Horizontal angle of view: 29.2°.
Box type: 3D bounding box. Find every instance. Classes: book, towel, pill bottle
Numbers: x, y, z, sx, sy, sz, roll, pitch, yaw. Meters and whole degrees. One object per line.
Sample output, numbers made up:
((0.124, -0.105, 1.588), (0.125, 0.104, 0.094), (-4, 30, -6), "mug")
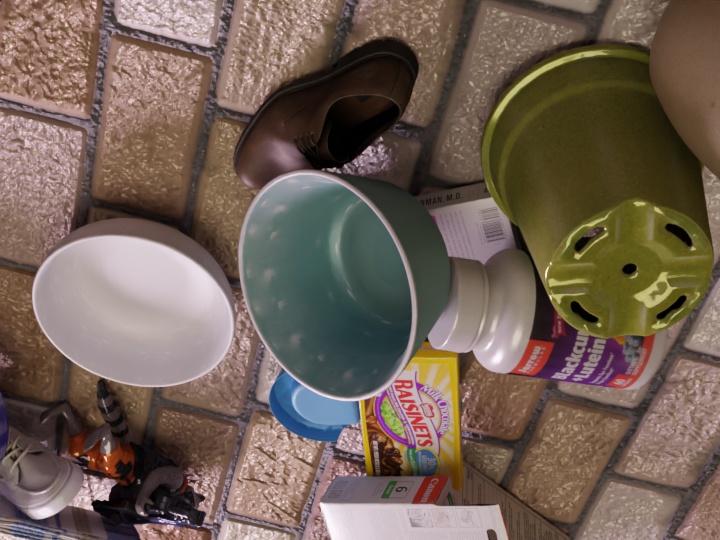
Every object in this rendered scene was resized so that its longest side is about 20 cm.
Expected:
((0.051, -0.008, 1.301), (0.198, 0.048, 0.134), (-10, 129, 14), "book")
((-0.342, 0.279, 1.528), (0.198, 0.147, 0.024), (15, 90, -16), "towel")
((0.165, 0.041, 1.242), (0.198, 0.112, 0.112), (8, 134, -16), "pill bottle")

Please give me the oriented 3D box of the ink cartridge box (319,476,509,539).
((0.066, 0.267, 1.412), (0.198, 0.050, 0.110), (-5, 116, 26), "ink cartridge box")

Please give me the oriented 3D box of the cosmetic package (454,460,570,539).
((0.138, 0.303, 1.529), (0.200, 0.104, 0.087), (39, 125, -23), "cosmetic package")

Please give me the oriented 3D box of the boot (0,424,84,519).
((-0.378, 0.204, 1.489), (0.199, 0.074, 0.096), (0, 137, 52), "boot")

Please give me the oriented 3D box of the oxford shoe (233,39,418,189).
((-0.040, -0.119, 1.187), (0.199, 0.085, 0.073), (-32, 123, 33), "oxford shoe")

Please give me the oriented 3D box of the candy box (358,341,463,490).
((0.051, 0.147, 1.385), (0.101, 0.027, 0.201), (-1, 132, 6), "candy box")

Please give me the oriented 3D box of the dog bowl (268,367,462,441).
((0.007, 0.120, 1.418), (0.198, 0.050, 0.112), (-1, 131, 10), "dog bowl")

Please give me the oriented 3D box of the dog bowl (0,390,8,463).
((-0.465, 0.150, 1.436), (0.198, 0.079, 0.202), (12, 116, 26), "dog bowl")

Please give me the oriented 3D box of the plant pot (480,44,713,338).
((0.204, -0.050, 1.127), (0.198, 0.185, 0.202), (-1, 128, -1), "plant pot")

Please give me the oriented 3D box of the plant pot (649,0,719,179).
((0.301, -0.159, 1.053), (0.134, 0.200, 0.201), (28, 142, 33), "plant pot")

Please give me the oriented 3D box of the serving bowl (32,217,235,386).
((-0.215, 0.021, 1.348), (0.198, 0.066, 0.201), (4, 133, 4), "serving bowl")

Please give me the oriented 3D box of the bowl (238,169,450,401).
((0.000, 0.000, 1.200), (0.200, 0.105, 0.203), (17, 117, 37), "bowl")

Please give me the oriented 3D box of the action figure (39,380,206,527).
((-0.234, 0.217, 1.506), (0.199, 0.105, 0.194), (-1, 142, 43), "action figure")
